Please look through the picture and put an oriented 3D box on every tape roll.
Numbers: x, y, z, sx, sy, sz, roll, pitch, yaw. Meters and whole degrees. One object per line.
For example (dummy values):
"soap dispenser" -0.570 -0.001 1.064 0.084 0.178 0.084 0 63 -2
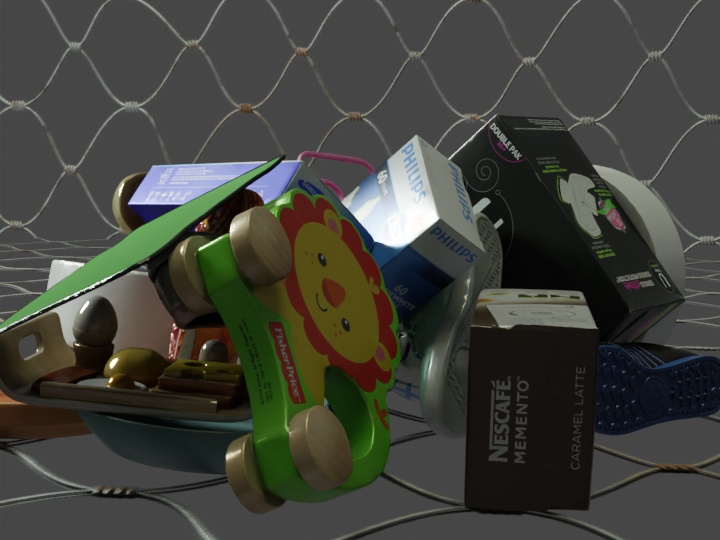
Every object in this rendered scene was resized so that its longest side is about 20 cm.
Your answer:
"tape roll" 0.192 0.005 1.337 0.200 0.206 0.070 4 5 32
"tape roll" -0.175 0.043 1.281 0.199 0.072 0.202 9 -4 1

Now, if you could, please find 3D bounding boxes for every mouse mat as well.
"mouse mat" -0.148 -0.016 0.973 0.160 0.008 0.200 -23 11 34

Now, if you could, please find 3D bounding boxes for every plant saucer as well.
"plant saucer" -0.254 0.100 1.134 0.197 0.033 0.200 1 4 0
"plant saucer" -0.102 0.107 1.019 0.197 0.037 0.200 5 6 0

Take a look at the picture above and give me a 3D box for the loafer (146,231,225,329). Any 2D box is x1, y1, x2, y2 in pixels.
"loafer" -0.059 0.024 1.017 0.198 0.063 0.072 10 -41 -41

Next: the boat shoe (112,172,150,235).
"boat shoe" -0.147 -0.028 1.277 0.062 0.074 0.199 -1 -21 41

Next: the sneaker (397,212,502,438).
"sneaker" 0.048 0.055 1.163 0.117 0.202 0.074 -19 -47 32

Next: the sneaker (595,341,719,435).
"sneaker" 0.199 0.091 1.159 0.198 0.071 0.077 5 -2 -36

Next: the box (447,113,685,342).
"box" 0.148 -0.009 1.251 0.148 0.201 0.124 -43 -20 29

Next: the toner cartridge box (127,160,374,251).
"toner cartridge box" -0.089 -0.038 1.143 0.199 0.043 0.095 4 -34 48

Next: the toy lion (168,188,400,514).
"toy lion" -0.028 0.044 0.932 0.068 0.202 0.191 -24 -15 26

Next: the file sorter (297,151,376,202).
"file sorter" -0.074 -0.016 1.431 0.199 0.127 0.138 -28 -19 32

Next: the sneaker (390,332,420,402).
"sneaker" 0.010 0.058 1.251 0.199 0.073 0.072 26 6 38

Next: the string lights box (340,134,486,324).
"string lights box" 0.000 0.000 1.152 0.059 0.200 0.103 33 29 -34

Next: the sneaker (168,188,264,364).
"sneaker" -0.092 0.010 1.094 0.076 0.074 0.201 7 -38 -13

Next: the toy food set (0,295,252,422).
"toy food set" -0.140 0.056 1.009 0.197 0.061 0.144 5 6 6

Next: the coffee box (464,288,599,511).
"coffee box" 0.112 0.079 0.972 0.078 0.116 0.200 2 5 6
